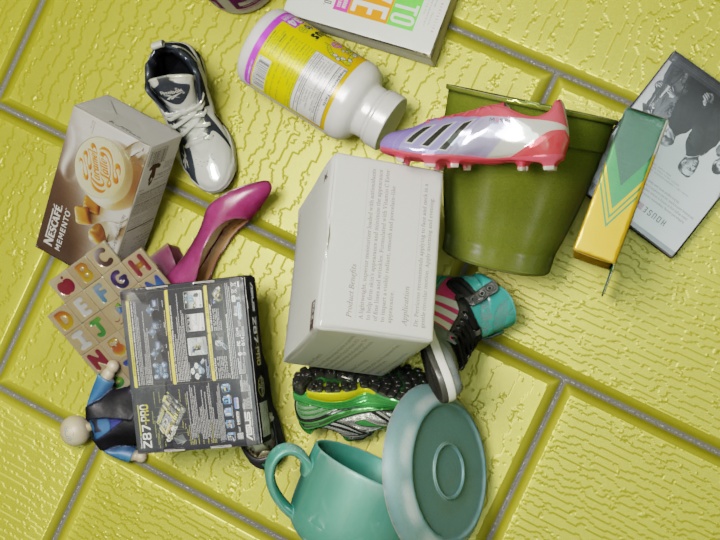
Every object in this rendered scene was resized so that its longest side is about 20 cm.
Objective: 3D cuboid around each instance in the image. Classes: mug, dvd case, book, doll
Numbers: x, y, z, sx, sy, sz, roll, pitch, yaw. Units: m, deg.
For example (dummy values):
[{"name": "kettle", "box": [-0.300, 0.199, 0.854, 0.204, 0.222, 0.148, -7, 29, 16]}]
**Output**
[{"name": "mug", "box": [-0.019, 0.276, 1.379, 0.184, 0.152, 0.115, 24, 93, 18]}, {"name": "dvd case", "box": [0.372, -0.138, 1.398, 0.150, 0.025, 0.200, 38, 94, 10]}, {"name": "book", "box": [0.019, -0.350, 1.469, 0.199, 0.048, 0.134, 19, 86, 13]}, {"name": "doll", "box": [-0.289, 0.177, 1.481, 0.199, 0.048, 0.137, -19, 97, 15]}]

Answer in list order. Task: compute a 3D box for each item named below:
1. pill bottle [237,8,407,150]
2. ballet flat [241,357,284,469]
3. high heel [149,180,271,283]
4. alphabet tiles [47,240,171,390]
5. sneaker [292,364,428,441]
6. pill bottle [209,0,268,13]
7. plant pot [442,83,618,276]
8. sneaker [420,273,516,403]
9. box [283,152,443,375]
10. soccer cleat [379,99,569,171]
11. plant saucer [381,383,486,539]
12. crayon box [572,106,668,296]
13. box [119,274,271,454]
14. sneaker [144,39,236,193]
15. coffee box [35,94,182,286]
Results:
[{"name": "pill bottle", "box": [-0.045, -0.229, 1.439, 0.200, 0.104, 0.104, 33, 92, 10]}, {"name": "ballet flat", "box": [-0.144, 0.149, 1.450, 0.073, 0.073, 0.201, -21, 83, 8]}, {"name": "high heel", "box": [-0.173, -0.026, 1.467, 0.200, 0.067, 0.096, -38, 70, 21]}, {"name": "alphabet tiles", "box": [-0.291, 0.066, 1.465, 0.166, 0.006, 0.200, -32, 104, 21]}, {"name": "sneaker", "box": [0.017, 0.164, 1.428, 0.199, 0.078, 0.086, 4, 119, 5]}, {"name": "pill bottle", "box": [-0.171, -0.391, 1.423, 0.112, 0.200, 0.113, -1, 86, 10]}, {"name": "plant pot", "box": [0.176, -0.100, 1.360, 0.200, 0.200, 0.194, 14, 101, 11]}, {"name": "sneaker", "box": [0.125, 0.070, 1.366, 0.120, 0.200, 0.084, -12, 128, -1]}, {"name": "box", "box": [0.000, 0.000, 1.335, 0.130, 0.200, 0.200, 9, 73, -12]}, {"name": "soccer cleat", "box": [0.120, -0.144, 1.241, 0.199, 0.067, 0.077, 3, 91, 13]}, {"name": "plant saucer", "box": [0.092, 0.229, 1.340, 0.027, 0.200, 0.201, -9, 84, 37]}, {"name": "crayon box", "box": [0.287, -0.074, 1.333, 0.051, 0.126, 0.201, 20, 90, 11]}, {"name": "box", "box": [-0.196, 0.113, 1.402, 0.160, 0.049, 0.201, -7, 90, 11]}, {"name": "sneaker", "box": [-0.218, -0.197, 1.455, 0.079, 0.130, 0.200, -12, 84, 10]}, {"name": "coffee box", "box": [-0.313, -0.099, 1.455, 0.114, 0.080, 0.201, 29, 116, 11]}]
